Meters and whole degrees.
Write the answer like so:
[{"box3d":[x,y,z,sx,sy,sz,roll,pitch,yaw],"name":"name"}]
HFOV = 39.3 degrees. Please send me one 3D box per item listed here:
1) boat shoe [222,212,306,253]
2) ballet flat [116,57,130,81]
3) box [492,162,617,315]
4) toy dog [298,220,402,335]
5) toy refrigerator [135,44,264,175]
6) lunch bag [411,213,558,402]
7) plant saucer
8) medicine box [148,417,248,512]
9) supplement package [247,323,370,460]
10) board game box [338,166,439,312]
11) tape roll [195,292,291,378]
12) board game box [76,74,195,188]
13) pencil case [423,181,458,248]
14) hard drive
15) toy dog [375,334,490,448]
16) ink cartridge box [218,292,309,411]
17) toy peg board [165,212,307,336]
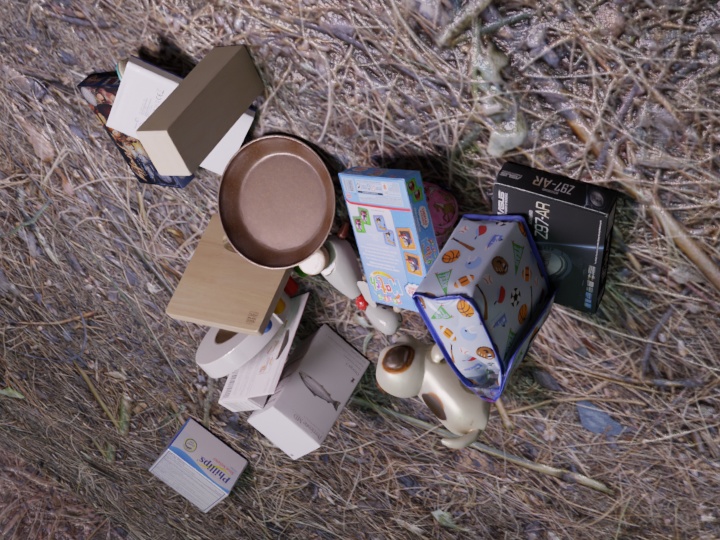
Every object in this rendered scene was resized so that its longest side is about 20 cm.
[{"box3d":[-0.137,-0.084,1.619,0.197,0.069,0.072,-13,154,26],"name":"boat shoe"},{"box3d":[-0.301,-0.258,1.572,0.061,0.068,0.201,-14,132,22],"name":"ballet flat"},{"box3d":[0.260,-0.041,1.376,0.158,0.044,0.202,19,142,21],"name":"box"},{"box3d":[0.000,0.000,1.590,0.199,0.132,0.097,34,115,-12],"name":"toy dog"},{"box3d":[-0.224,-0.226,1.414,0.069,0.201,0.076,4,136,34],"name":"toy refrigerator"},{"box3d":[0.182,0.053,1.365,0.123,0.171,0.202,7,136,40],"name":"lunch bag"},{"box3d":[-0.124,-0.104,1.542,0.197,0.037,0.204,1,93,20],"name":"plant saucer"},{"box3d":[-0.395,0.476,2.453,0.181,0.103,0.200,38,144,-5],"name":"medicine box"},{"box3d":[-0.092,0.220,1.826,0.117,0.201,0.117,40,144,-11],"name":"supplement package"},{"box3d":[0.048,-0.043,1.418,0.150,0.036,0.203,12,122,52],"name":"board game box"},{"box3d":[-0.207,0.104,1.785,0.037,0.204,0.201,48,143,-19],"name":"tape roll"},{"box3d":[-0.367,-0.227,1.651,0.134,0.035,0.201,11,140,45],"name":"board game box"},{"box3d":[0.074,-0.048,1.486,0.082,0.088,0.201,17,145,-9],"name":"pencil case"},{"box3d":[-0.273,-0.231,1.529,0.197,0.026,0.132,22,134,-14],"name":"hard drive"},{"box3d":[0.120,0.180,1.628,0.197,0.196,0.140,23,156,4],"name":"toy dog"},{"box3d":[-0.158,0.147,1.793,0.045,0.202,0.175,36,149,-30],"name":"ink cartridge box"},{"box3d":[-0.189,0.022,1.696,0.197,0.201,0.098,8,154,32],"name":"toy peg board"}]
